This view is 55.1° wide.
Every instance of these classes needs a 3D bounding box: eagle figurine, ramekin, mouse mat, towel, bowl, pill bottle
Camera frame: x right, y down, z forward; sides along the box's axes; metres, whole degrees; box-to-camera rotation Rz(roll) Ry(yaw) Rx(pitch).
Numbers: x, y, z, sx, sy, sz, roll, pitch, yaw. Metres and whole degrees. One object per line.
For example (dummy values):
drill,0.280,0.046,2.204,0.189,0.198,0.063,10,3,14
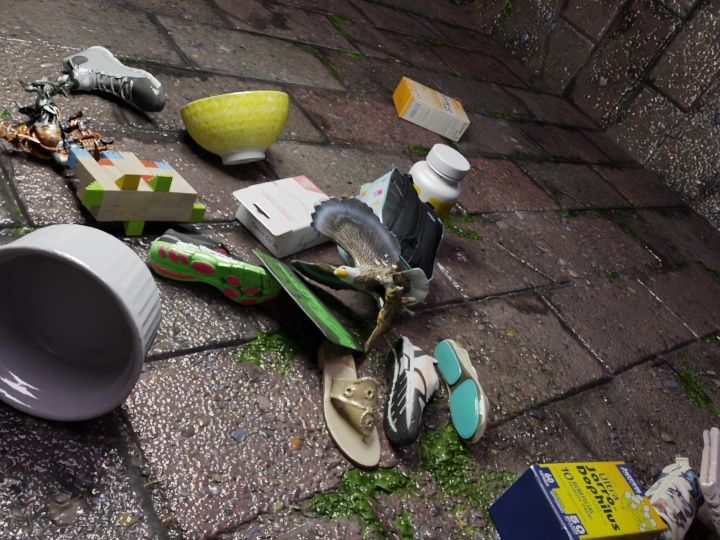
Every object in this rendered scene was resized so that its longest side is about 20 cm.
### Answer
eagle figurine,-0.003,-0.003,1.061,0.200,0.151,0.151,47,-8,34
ramekin,-0.311,0.049,0.731,0.199,0.201,0.098,28,25,-7
mouse mat,-0.075,0.047,1.039,0.200,0.008,0.161,48,6,21
towel,0.613,0.390,1.142,0.191,0.032,0.201,-33,98,-57
bowl,-0.223,-0.255,1.269,0.199,0.199,0.109,-14,97,-49
pill bottle,0.129,-0.143,1.357,0.111,0.201,0.112,22,34,-16

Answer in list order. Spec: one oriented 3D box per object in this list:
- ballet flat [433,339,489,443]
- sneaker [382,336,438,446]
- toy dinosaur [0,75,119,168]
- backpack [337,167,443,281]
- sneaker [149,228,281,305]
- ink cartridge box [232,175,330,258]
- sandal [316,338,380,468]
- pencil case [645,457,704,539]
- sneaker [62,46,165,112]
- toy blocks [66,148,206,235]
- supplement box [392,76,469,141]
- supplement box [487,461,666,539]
ballet flat,0.170,0.187,1.082,0.062,0.068,0.201,26,32,-29
sneaker,0.082,0.177,1.009,0.080,0.074,0.201,27,33,-12
toy dinosaur,-0.471,-0.217,1.049,0.200,0.102,0.137,23,44,-57
backpack,0.049,-0.053,1.186,0.176,0.153,0.201,51,25,-27
sneaker,-0.205,-0.013,1.012,0.199,0.077,0.084,23,37,-18
ink cartridge box,-0.131,-0.093,1.191,0.116,0.068,0.200,43,32,16
sandal,-0.010,0.161,0.952,0.077,0.070,0.213,12,38,-29
pencil case,0.478,0.371,1.082,0.199,0.077,0.090,-14,86,-49
sneaker,-0.455,-0.331,1.238,0.199,0.075,0.115,31,35,17
toy blocks,-0.350,-0.131,1.045,0.199,0.101,0.137,-4,36,-46
supplement box,0.200,-0.459,1.962,0.199,0.074,0.127,18,36,-23
supplement box,0.295,0.339,0.941,0.199,0.110,0.109,9,39,-34
